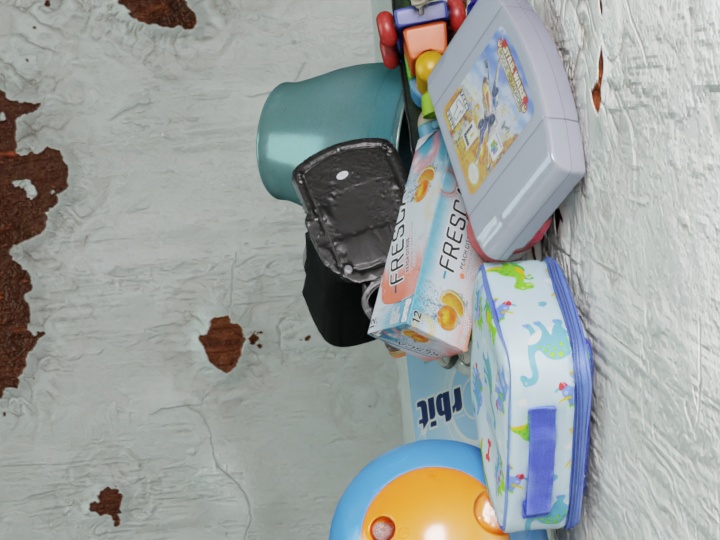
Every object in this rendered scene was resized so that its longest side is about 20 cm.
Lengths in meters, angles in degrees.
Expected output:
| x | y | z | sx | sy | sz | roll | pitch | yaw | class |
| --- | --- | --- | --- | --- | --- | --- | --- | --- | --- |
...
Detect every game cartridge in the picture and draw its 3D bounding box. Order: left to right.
| x | y | z | sx | sy | sz | roll | pitch | yaw | class |
| --- | --- | --- | --- | --- | --- | --- | --- | --- | --- |
| 0.115 | -0.127 | 1.084 | 0.133 | 0.041 | 0.201 | 120 | 144 | -47 | game cartridge |

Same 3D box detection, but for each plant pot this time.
| x | y | z | sx | sy | sz | roll | pitch | yaw | class |
| --- | --- | --- | --- | --- | --- | --- | --- | --- | --- |
| -0.006 | -0.139 | 1.503 | 0.200 | 0.187 | 0.201 | 7 | -90 | -66 | plant pot |

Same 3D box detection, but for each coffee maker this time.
| x | y | z | sx | sy | sz | roll | pitch | yaw | class |
| --- | --- | --- | --- | --- | --- | --- | --- | --- | --- |
| 0.000 | 0.000 | 1.327 | 0.200 | 0.134 | 0.193 | 91 | -179 | -66 | coffee maker |

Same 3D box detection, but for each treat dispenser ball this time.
| x | y | z | sx | sy | sz | roll | pitch | yaw | class |
| --- | --- | --- | --- | --- | --- | --- | --- | --- | --- |
| 0.069 | 0.253 | 1.217 | 0.201 | 0.200 | 0.202 | 175 | 90 | -88 | treat dispenser ball |

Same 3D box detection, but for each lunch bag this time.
| x | y | z | sx | sy | sz | roll | pitch | yaw | class |
| --- | --- | --- | --- | --- | --- | --- | --- | --- | --- |
| 0.139 | 0.105 | 1.103 | 0.161 | 0.082 | 0.201 | -97 | 3 | -56 | lunch bag |

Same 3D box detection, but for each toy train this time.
| x | y | z | sx | sy | sz | roll | pitch | yaw | class |
| --- | --- | --- | --- | --- | --- | --- | --- | --- | --- |
| 0.066 | -0.195 | 1.265 | 0.200 | 0.084 | 0.116 | 69 | -171 | -81 | toy train |

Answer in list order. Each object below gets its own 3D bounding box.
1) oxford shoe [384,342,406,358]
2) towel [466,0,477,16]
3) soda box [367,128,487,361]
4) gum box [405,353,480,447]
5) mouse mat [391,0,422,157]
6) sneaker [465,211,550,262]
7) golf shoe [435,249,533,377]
| x | y | z | sx | sy | sz | roll | pitch | yaw | class |
| --- | --- | --- | --- | --- | --- | --- | --- | --- | --- |
| 0.075 | 0.020 | 1.506 | 0.200 | 0.073 | 0.071 | -51 | 12 | 34 | oxford shoe |
| 0.130 | -0.145 | 1.311 | 0.148 | 0.049 | 0.201 | -86 | -7 | -56 | towel |
| 0.071 | -0.025 | 1.188 | 0.063 | 0.068 | 0.201 | -20 | 49 | 54 | soda box |
| 0.114 | 0.137 | 1.370 | 0.170 | 0.044 | 0.201 | -29 | 62 | 55 | gum box |
| 0.090 | -0.183 | 1.426 | 0.161 | 0.008 | 0.201 | 20 | -124 | -49 | mouse mat |
| 0.136 | -0.109 | 1.154 | 0.087 | 0.073 | 0.201 | 154 | 115 | -64 | sneaker |
| 0.130 | 0.006 | 1.242 | 0.078 | 0.097 | 0.201 | 2 | 70 | 53 | golf shoe |
